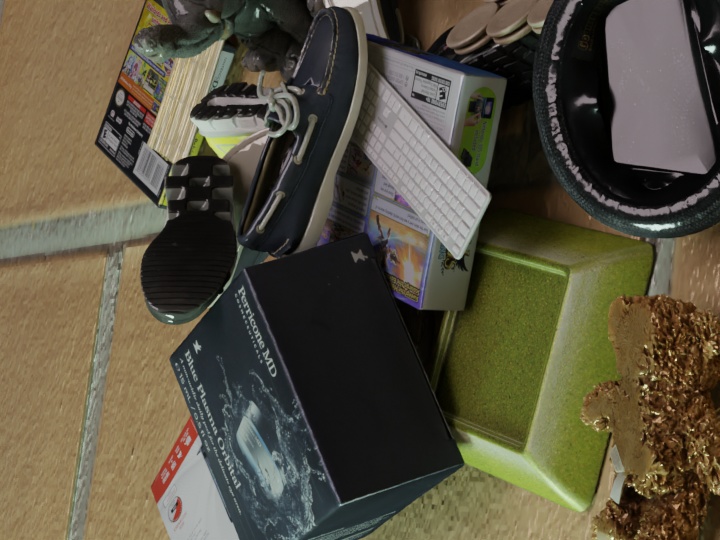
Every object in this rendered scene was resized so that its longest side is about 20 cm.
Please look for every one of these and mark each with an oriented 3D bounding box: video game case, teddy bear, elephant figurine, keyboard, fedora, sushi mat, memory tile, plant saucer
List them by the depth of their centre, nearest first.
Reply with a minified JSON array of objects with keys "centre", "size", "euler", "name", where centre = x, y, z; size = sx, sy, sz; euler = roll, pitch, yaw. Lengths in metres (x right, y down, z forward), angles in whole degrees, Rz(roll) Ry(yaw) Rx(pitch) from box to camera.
[{"centre":[0.204,0.116,1.326],"size":[0.145,0.067,0.201],"euler":[-26,65,61],"name":"teddy bear"},{"centre":[0.213,-0.124,1.337],"size":[0.200,0.091,0.202],"euler":[4,97,33],"name":"fedora"},{"centre":[0.159,-0.223,1.471],"size":[0.153,0.017,0.200],"euler":[-52,23,-24],"name":"memory tile"},{"centre":[0.116,0.058,1.479],"size":[0.199,0.048,0.201],"euler":[17,94,57],"name":"plant saucer"},{"centre":[0.038,-0.085,1.482],"size":[0.200,0.011,0.056],"euler":[51,130,45],"name":"keyboard"},{"centre":[0.027,-0.082,1.551],"size":[0.200,0.045,0.182],"euler":[28,111,55],"name":"video game case"},{"centre":[-0.122,-0.255,1.804],"size":[0.155,0.199,0.142],"euler":[38,111,54],"name":"elephant figurine"},{"centre":[-0.166,-0.205,1.976],"size":[0.096,0.012,0.201],"euler":[29,103,56],"name":"sushi mat"},{"centre":[-0.206,-0.180,2.065],"size":[0.200,0.025,0.181],"euler":[41,113,54],"name":"video game case"}]

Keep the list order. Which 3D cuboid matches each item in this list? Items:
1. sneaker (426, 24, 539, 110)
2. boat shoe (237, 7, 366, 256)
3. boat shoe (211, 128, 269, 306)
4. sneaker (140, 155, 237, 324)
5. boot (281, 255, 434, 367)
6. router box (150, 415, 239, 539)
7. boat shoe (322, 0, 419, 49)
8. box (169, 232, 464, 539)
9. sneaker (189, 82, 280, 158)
[{"centre":[0.090,-0.169,1.577],"size":[0.200,0.076,0.088],"euler":[-31,48,47],"name":"sneaker"},{"centre":[-0.048,-0.110,1.535],"size":[0.075,0.062,0.201],"euler":[31,107,62],"name":"boat shoe"},{"centre":[-0.093,-0.052,1.693],"size":[0.073,0.063,0.200],"euler":[43,124,14],"name":"boat shoe"},{"centre":[-0.131,-0.003,1.592],"size":[0.200,0.074,0.089],"euler":[-81,-6,-55],"name":"sneaker"},{"centre":[0.000,0.000,1.665],"size":[0.200,0.064,0.187],"euler":[1,81,54],"name":"boot"},{"centre":[-0.102,0.183,1.763],"size":[0.200,0.049,0.180],"euler":[-60,37,25],"name":"router box"},{"centre":[0.008,-0.193,1.711],"size":[0.075,0.062,0.201],"euler":[-25,66,32],"name":"boat shoe"},{"centre":[-0.040,0.107,1.549],"size":[0.197,0.117,0.200],"euler":[67,150,14],"name":"box"},{"centre":[-0.060,-0.118,1.794],"size":[0.200,0.091,0.078],"euler":[10,44,42],"name":"sneaker"}]
